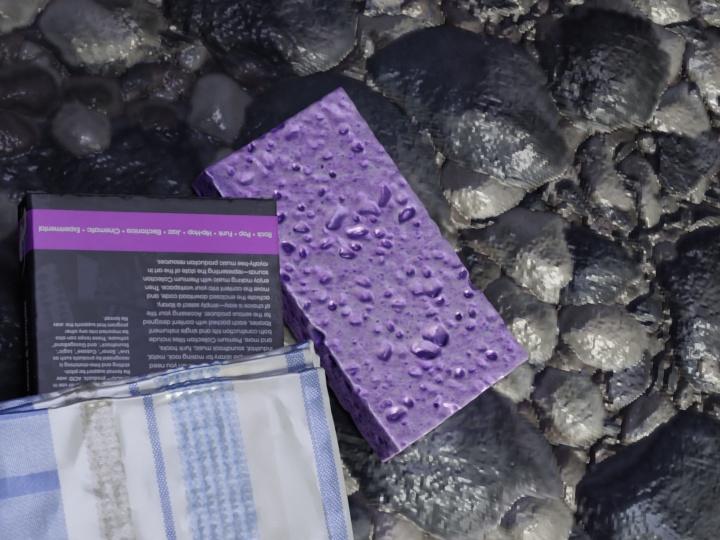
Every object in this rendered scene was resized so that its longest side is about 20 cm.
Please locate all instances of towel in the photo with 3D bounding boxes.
[{"bbox_3d":[-0.099,0.124,1.009,0.198,0.024,0.148,-9,85,-22],"label":"towel"}]

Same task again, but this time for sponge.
[{"bbox_3d":[0.000,0.000,1.140,0.111,0.030,0.201,-31,83,-30],"label":"sponge"}]

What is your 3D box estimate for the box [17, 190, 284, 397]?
[{"bbox_3d":[-0.111,0.060,1.050,0.142,0.036,0.202,2,76,-22],"label":"box"}]
